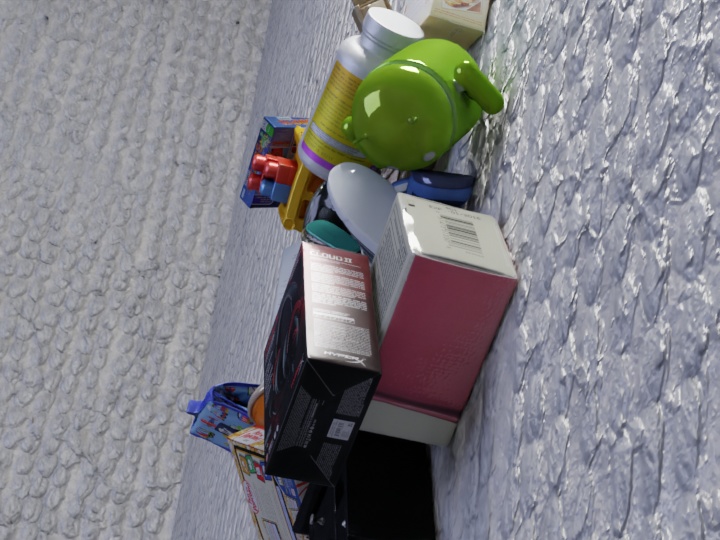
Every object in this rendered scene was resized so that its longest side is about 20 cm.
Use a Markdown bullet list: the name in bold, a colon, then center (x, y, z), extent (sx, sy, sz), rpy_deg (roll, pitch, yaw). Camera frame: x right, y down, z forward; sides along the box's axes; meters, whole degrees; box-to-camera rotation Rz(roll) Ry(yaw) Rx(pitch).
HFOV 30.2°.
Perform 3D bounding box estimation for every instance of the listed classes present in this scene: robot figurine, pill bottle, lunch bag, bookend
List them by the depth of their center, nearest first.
- **bookend**: center (-0.002, 0.274, 1.368), extent (0.200, 0.091, 0.201), rpy_deg (-93, 20, -55)
- **robot figurine**: center (0.062, -0.178, 1.424), extent (0.174, 0.117, 0.200), rpy_deg (-20, 13, 31)
- **pill bottle**: center (0.005, -0.206, 1.589), extent (0.105, 0.103, 0.201), rpy_deg (-96, 27, -59)
- **lunch bag**: center (-0.143, 0.206, 1.850), extent (0.151, 0.198, 0.095), rpy_deg (126, 156, -61)

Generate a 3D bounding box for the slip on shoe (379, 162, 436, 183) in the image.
- **slip on shoe**: center (0.060, -0.117, 1.587), extent (0.201, 0.076, 0.061), rpy_deg (-59, 43, 20)

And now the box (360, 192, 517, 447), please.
- **box**: center (0.061, 0.048, 1.295), extent (0.128, 0.108, 0.202), rpy_deg (-100, 26, -60)

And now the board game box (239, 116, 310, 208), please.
- **board game box**: center (-0.072, -0.158, 1.975), extent (0.034, 0.198, 0.136), rpy_deg (45, 125, 41)

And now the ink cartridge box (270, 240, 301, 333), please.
- **ink cartridge box**: center (-0.039, 0.026, 1.764), extent (0.199, 0.040, 0.202), rpy_deg (-25, 44, 39)

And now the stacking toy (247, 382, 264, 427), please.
- **stacking toy**: center (-0.057, 0.234, 1.678), extent (0.147, 0.145, 0.202), rpy_deg (118, 145, -49)

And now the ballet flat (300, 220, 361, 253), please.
- **ballet flat**: center (0.000, 0.000, 1.644), extent (0.199, 0.067, 0.076), rpy_deg (26, 128, 43)

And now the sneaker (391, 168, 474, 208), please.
- **sneaker**: center (0.076, -0.065, 1.465), extent (0.200, 0.073, 0.083), rpy_deg (143, 134, -79)

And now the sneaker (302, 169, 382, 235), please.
- **sneaker**: center (0.004, -0.089, 1.698), extent (0.199, 0.076, 0.114), rpy_deg (-43, 27, 11)

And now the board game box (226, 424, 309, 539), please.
- **board game box**: center (-0.087, 0.274, 1.602), extent (0.199, 0.046, 0.153), rpy_deg (2, 110, 64)

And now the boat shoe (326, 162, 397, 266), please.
- **boat shoe**: center (0.030, -0.027, 1.423), extent (0.071, 0.200, 0.068), rpy_deg (-33, -18, -31)

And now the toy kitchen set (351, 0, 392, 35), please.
- **toy kitchen set**: center (0.079, -0.356, 1.749), extent (0.163, 0.179, 0.202), rpy_deg (-94, -20, -81)

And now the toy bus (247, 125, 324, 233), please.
- **toy bus**: center (-0.056, -0.143, 1.880), extent (0.136, 0.190, 0.202), rpy_deg (-112, 39, -73)

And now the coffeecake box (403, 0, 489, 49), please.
- **coffeecake box**: center (0.113, -0.369, 1.629), extent (0.153, 0.072, 0.202), rpy_deg (147, 135, -73)

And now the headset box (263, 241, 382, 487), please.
- **headset box**: center (-0.041, 0.081, 1.286), extent (0.201, 0.074, 0.150), rpy_deg (-95, 22, -53)
